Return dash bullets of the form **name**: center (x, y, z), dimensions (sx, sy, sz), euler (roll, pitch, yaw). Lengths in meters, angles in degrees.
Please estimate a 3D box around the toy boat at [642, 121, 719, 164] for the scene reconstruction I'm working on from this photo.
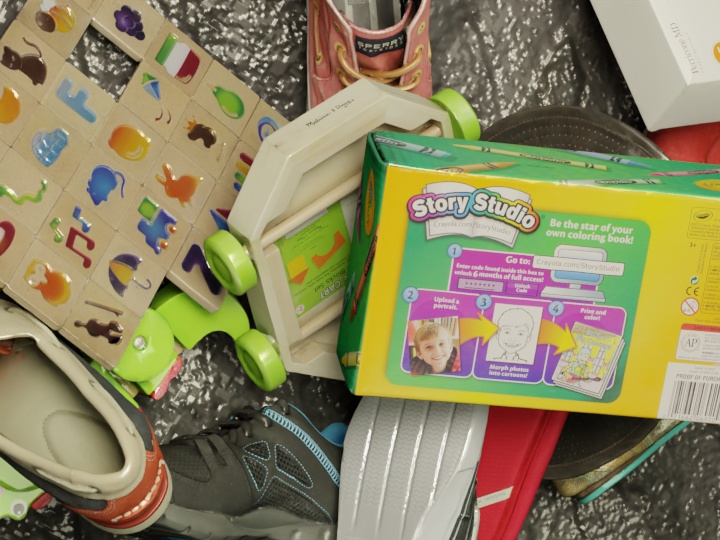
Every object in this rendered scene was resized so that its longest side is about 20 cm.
- **toy boat**: center (0.252, -0.067, 1.168), dimensions (0.199, 0.131, 0.131), euler (-35, 92, -16)

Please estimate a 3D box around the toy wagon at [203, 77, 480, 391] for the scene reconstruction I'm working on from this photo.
- **toy wagon**: center (0.000, 0.000, 1.083), dimensions (0.155, 0.040, 0.201), euler (-33, 135, -20)

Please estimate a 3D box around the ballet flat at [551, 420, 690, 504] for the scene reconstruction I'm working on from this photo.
- **ballet flat**: center (0.184, 0.057, 1.193), dimensions (0.199, 0.071, 0.071), euler (-31, 102, -16)

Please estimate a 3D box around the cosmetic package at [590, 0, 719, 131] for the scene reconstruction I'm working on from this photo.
- **cosmetic package**: center (0.160, -0.176, 1.128), dimensions (0.082, 0.051, 0.201), euler (-11, 66, -25)

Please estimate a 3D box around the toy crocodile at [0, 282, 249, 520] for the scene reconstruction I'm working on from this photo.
- **toy crocodile**: center (-0.143, 0.072, 1.070), dimensions (0.200, 0.067, 0.062), euler (-44, 106, -14)

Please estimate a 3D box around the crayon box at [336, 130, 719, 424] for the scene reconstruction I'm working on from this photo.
- **crayon box**: center (0.095, 0.004, 1.025), dimensions (0.198, 0.058, 0.120), euler (5, 109, -9)

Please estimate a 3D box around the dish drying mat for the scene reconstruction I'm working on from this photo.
- **dish drying mat**: center (0.074, 0.064, 1.110), dimensions (0.076, 0.018, 0.201), euler (26, 111, 16)

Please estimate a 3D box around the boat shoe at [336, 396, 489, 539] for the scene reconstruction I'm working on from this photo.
- **boat shoe**: center (0.028, 0.130, 1.098), dimensions (0.071, 0.072, 0.202), euler (23, 82, -60)

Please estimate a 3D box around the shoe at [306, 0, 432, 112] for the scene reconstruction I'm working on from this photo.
- **shoe**: center (0.005, -0.108, 1.096), dimensions (0.071, 0.091, 0.202), euler (-7, 95, -3)

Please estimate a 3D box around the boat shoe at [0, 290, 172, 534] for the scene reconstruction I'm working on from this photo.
- **boat shoe**: center (-0.173, 0.052, 0.994), dimensions (0.199, 0.063, 0.071), euler (36, 79, 21)

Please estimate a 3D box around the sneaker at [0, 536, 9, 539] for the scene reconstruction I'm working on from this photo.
- **sneaker**: center (-0.111, 0.173, 1.083), dimensions (0.200, 0.071, 0.099), euler (45, 75, -27)

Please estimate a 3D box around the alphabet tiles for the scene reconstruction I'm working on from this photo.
- **alphabet tiles**: center (-0.124, -0.052, 1.052), dimensions (0.167, 0.008, 0.201), euler (39, 49, -17)

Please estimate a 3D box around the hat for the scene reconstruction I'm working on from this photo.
- **hat**: center (0.115, 0.010, 1.147), dimensions (0.081, 0.199, 0.203), euler (-9, 97, -62)

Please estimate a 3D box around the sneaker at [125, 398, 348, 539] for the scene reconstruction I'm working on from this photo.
- **sneaker**: center (-0.071, 0.104, 1.084), dimensions (0.199, 0.073, 0.083), euler (17, 78, -45)

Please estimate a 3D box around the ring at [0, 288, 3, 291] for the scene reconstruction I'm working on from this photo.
- **ring**: center (-0.270, -0.017, 1.047), dimensions (0.199, 0.019, 0.202), euler (-1, 92, -19)
